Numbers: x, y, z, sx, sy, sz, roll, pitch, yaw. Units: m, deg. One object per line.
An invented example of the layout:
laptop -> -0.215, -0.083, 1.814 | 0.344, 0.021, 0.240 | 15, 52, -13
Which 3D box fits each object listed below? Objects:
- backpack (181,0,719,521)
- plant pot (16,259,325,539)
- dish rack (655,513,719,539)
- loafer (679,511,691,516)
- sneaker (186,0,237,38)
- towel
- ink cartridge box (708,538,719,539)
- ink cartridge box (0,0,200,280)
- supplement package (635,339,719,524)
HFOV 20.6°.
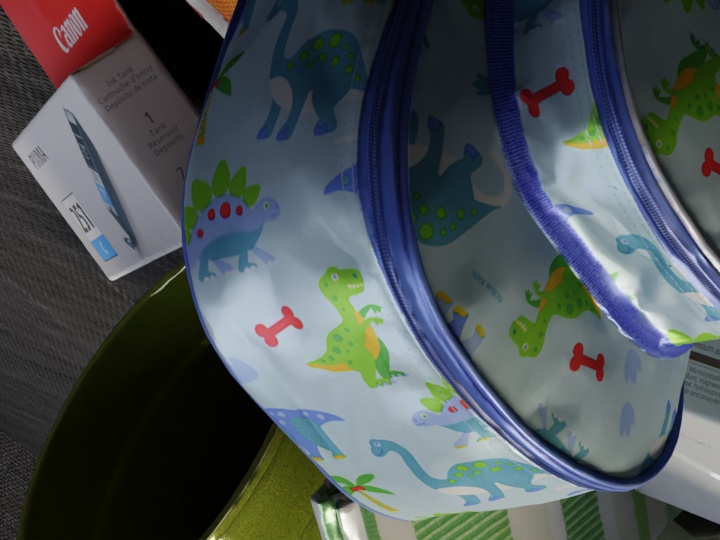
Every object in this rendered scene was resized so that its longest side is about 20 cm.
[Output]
backpack -> 0.047, -0.038, 0.567 | 0.147, 0.200, 0.183 | -8, 140, 38
plant pot -> -0.022, 0.115, 0.924 | 0.193, 0.200, 0.200 | 35, 166, -29
dish rack -> 0.179, 0.139, 1.005 | 0.200, 0.044, 0.172 | -6, 175, -18
loafer -> 0.139, 0.077, 1.054 | 0.200, 0.063, 0.072 | 54, -164, -48
sneaker -> -0.072, -0.143, 0.764 | 0.200, 0.073, 0.077 | 24, 139, 24
towel -> 0.066, 0.086, 0.783 | 0.023, 0.200, 0.153 | 18, 135, 40
ink cartridge box -> 0.219, 0.216, 0.799 | 0.200, 0.147, 0.145 | 25, 174, -7
ink cartridge box -> -0.140, -0.085, 0.977 | 0.176, 0.045, 0.200 | 55, 162, -5
supplement package -> 0.173, 0.036, 0.711 | 0.200, 0.111, 0.156 | 20, 166, 40
